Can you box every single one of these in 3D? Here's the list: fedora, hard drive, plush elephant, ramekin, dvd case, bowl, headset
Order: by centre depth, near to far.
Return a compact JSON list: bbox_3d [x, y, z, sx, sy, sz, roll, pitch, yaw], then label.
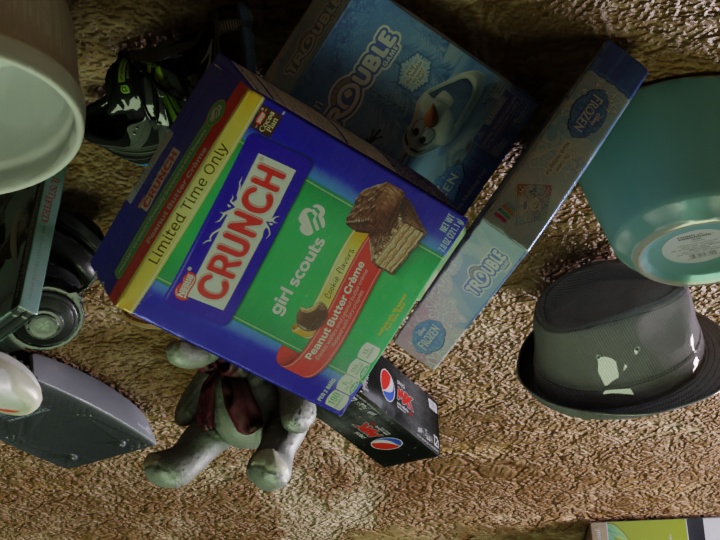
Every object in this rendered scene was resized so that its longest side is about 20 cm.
[{"bbox_3d":[-0.287,-0.143,1.297,0.198,0.106,0.201,-2,153,-1],"label":"ramekin"},{"bbox_3d":[0.270,-0.059,1.510,0.198,0.106,0.201,-3,153,-1],"label":"bowl"},{"bbox_3d":[-0.308,0.007,1.546,0.022,0.147,0.199,27,143,-30],"label":"dvd case"},{"bbox_3d":[-0.240,0.014,1.563,0.199,0.124,0.094,-11,135,37],"label":"headset"},{"bbox_3d":[-0.109,0.079,1.663,0.164,0.200,0.156,1,129,44],"label":"plush elephant"},{"bbox_3d":[0.234,0.050,1.701,0.198,0.178,0.091,-7,124,9],"label":"fedora"},{"bbox_3d":[-0.313,0.144,1.925,0.134,0.043,0.200,-17,149,27],"label":"hard drive"}]

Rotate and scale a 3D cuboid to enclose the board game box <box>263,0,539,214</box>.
[{"bbox_3d":[0.004,-0.085,1.361,0.198,0.043,0.201,28,99,-39],"label":"board game box"}]

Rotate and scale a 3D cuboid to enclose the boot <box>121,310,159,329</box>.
[{"bbox_3d":[-0.135,-0.028,1.558,0.198,0.077,0.155,-14,147,16],"label":"boot"}]

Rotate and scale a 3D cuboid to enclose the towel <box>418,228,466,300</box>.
[{"bbox_3d":[0.000,0.000,1.692,0.198,0.024,0.153,-5,152,6],"label":"towel"}]

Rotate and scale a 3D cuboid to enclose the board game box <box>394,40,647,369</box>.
[{"bbox_3d":[0.119,-0.046,1.420,0.043,0.199,0.200,36,148,2],"label":"board game box"}]

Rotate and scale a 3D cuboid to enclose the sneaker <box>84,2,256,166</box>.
[{"bbox_3d":[-0.139,-0.131,1.369,0.082,0.071,0.199,10,154,-35],"label":"sneaker"}]

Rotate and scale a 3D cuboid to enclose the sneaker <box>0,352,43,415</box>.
[{"bbox_3d":[-0.391,0.109,1.760,0.199,0.094,0.070,29,133,-28],"label":"sneaker"}]

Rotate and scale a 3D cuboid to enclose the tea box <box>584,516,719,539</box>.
[{"bbox_3d":[0.379,0.409,2.403,0.194,0.135,0.200,-2,153,0],"label":"tea box"}]

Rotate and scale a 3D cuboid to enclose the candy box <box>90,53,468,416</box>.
[{"bbox_3d":[-0.054,-0.021,1.279,0.199,0.077,0.170,28,99,-31],"label":"candy box"}]

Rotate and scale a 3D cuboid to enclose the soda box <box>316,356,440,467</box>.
[{"bbox_3d":[0.011,0.134,1.911,0.070,0.064,0.200,-13,151,22],"label":"soda box"}]
